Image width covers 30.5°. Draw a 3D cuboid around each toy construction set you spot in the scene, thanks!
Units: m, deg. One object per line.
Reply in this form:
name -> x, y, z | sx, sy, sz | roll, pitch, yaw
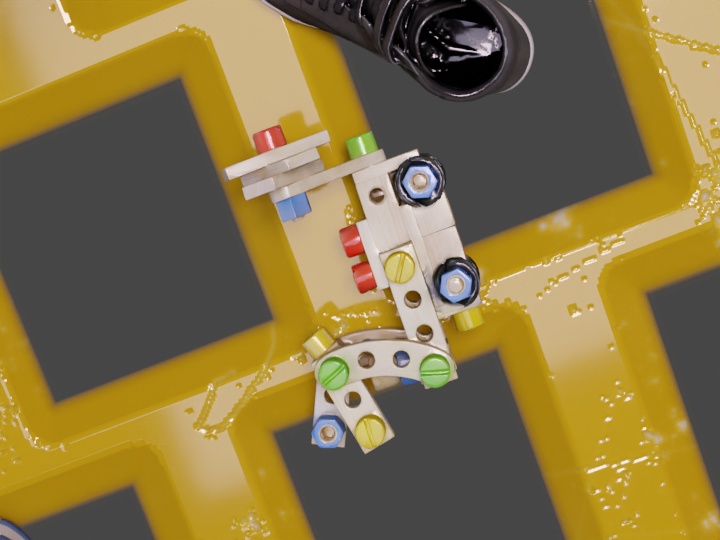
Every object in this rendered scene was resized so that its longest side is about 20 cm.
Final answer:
toy construction set -> 0.000, 0.000, 0.766 | 0.129, 0.092, 0.202 | -19, 109, 6

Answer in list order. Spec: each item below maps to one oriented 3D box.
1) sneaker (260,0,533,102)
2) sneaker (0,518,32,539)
sneaker -> 0.007, -0.154, 0.729 | 0.198, 0.099, 0.072 | 25, 102, -1
sneaker -> -0.186, 0.239, 0.815 | 0.199, 0.082, 0.074 | 36, 98, -6
